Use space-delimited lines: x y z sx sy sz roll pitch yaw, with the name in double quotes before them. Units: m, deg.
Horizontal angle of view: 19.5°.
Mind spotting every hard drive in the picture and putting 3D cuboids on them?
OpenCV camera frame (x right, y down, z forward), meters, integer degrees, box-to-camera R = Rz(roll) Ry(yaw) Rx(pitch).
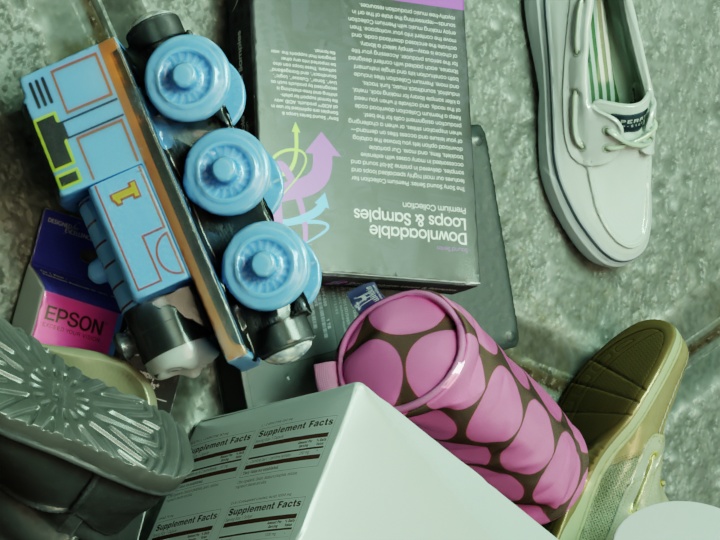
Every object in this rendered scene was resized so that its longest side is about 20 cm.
"hard drive" 0.000 0.000 1.239 0.199 0.033 0.140 -15 98 -32

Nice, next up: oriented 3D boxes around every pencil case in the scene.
"pencil case" 0.057 0.085 1.214 0.200 0.093 0.091 45 23 -49

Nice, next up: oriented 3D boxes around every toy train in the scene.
"toy train" -0.097 -0.034 1.101 0.114 0.087 0.201 -23 83 2

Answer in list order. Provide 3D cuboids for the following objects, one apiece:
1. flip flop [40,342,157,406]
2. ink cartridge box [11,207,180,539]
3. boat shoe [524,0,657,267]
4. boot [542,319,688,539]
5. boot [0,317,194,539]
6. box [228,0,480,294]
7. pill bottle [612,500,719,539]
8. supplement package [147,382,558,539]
"flip flop" -0.202 0.068 1.070 0.199 0.058 0.081 6 86 -9
"ink cartridge box" -0.152 0.074 1.142 0.094 0.037 0.201 19 79 -31
"boat shoe" 0.151 -0.097 1.315 0.073 0.067 0.201 -24 104 -30
"boot" 0.187 0.147 1.340 0.154 0.072 0.200 32 81 -28
"boot" -0.203 0.123 1.039 0.165 0.200 0.066 32 30 -19
"box" -0.005 -0.089 1.203 0.142 0.036 0.201 5 74 -28
"pill bottle" 0.192 0.243 1.265 0.112 0.112 0.201 -25 128 -30
"supplement package" -0.016 0.202 1.139 0.191 0.147 0.200 40 56 -28
